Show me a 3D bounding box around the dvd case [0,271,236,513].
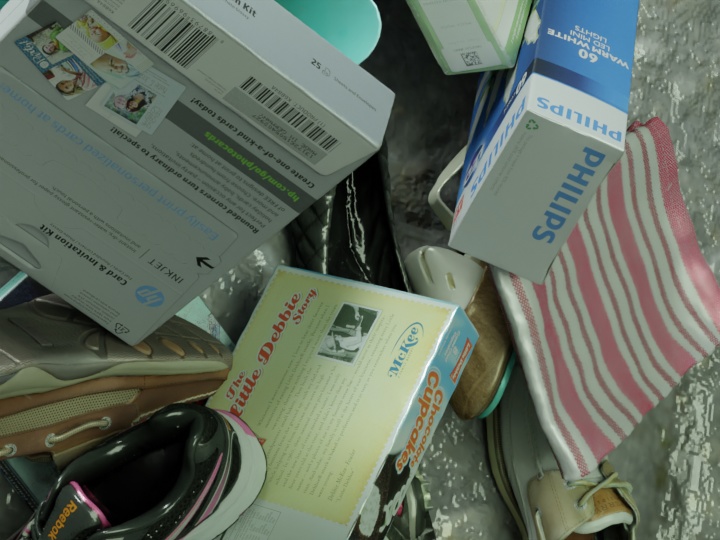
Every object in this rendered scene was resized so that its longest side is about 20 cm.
[{"bbox_3d":[-0.117,0.080,1.214,0.146,0.022,0.201,-43,108,-30],"label":"dvd case"}]

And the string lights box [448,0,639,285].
[{"bbox_3d":[0.104,-0.098,1.268,0.059,0.103,0.201,23,39,-8],"label":"string lights box"}]

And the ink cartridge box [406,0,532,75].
[{"bbox_3d":[0.039,-0.223,1.216,0.200,0.048,0.146,59,37,-42],"label":"ink cartridge box"}]

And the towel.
[{"bbox_3d":[0.146,0.011,1.331,0.200,0.030,0.147,-36,109,-48],"label":"towel"}]

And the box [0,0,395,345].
[{"bbox_3d":[-0.105,-0.062,1.054,0.156,0.200,0.041,35,43,-19],"label":"box"}]

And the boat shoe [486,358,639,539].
[{"bbox_3d":[0.127,0.138,1.337,0.074,0.068,0.202,-12,90,-34],"label":"boat shoe"}]

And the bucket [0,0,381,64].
[{"bbox_3d":[-0.103,-0.141,1.159,0.206,0.134,0.209,10,76,-49],"label":"bucket"}]

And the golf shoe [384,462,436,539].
[{"bbox_3d":[0.006,0.171,1.189,0.087,0.077,0.201,-12,49,-3],"label":"golf shoe"}]

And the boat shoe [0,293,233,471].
[{"bbox_3d":[-0.151,0.058,1.149,0.199,0.076,0.072,-1,118,-42],"label":"boat shoe"}]

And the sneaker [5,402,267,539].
[{"bbox_3d":[-0.138,0.130,1.120,0.080,0.086,0.200,40,83,21],"label":"sneaker"}]

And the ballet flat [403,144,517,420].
[{"bbox_3d":[0.066,-0.016,1.321,0.072,0.068,0.201,29,66,-21],"label":"ballet flat"}]

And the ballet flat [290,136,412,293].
[{"bbox_3d":[0.000,0.000,1.279,0.066,0.057,0.202,-17,93,-33],"label":"ballet flat"}]

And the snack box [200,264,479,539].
[{"bbox_3d":[-0.032,0.097,1.186,0.201,0.116,0.037,-63,146,-22],"label":"snack box"}]
